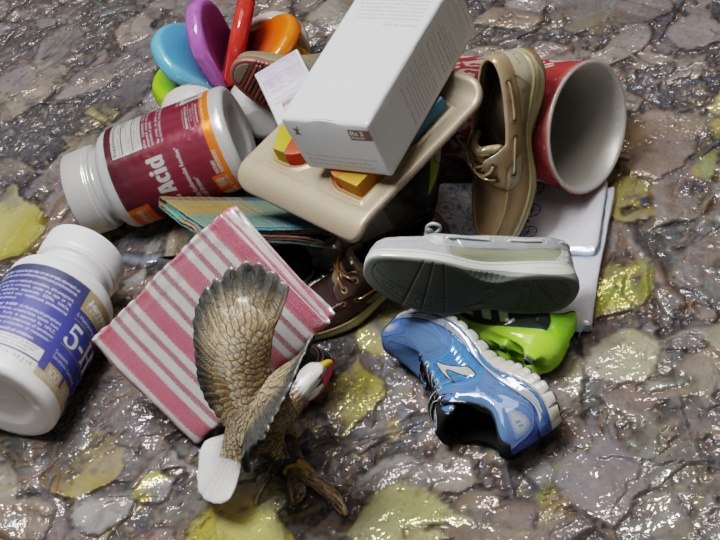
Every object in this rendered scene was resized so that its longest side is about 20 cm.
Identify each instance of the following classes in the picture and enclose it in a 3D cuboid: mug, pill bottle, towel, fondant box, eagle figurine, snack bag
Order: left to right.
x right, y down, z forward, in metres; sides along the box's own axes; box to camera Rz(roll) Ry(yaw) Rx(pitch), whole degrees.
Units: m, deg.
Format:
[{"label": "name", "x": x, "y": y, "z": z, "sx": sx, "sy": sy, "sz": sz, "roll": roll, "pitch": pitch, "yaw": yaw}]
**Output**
[{"label": "pill bottle", "x": -0.320, "y": 0.055, "z": 1.567, "sx": 0.119, "sy": 0.120, "sz": 0.201, "roll": 6, "pitch": 50, "yaw": 23}, {"label": "pill bottle", "x": -0.221, "y": -0.116, "z": 1.696, "sx": 0.199, "sy": 0.114, "sz": 0.115, "roll": -20, "pitch": 43, "yaw": 11}, {"label": "towel", "x": -0.139, "y": 0.054, "z": 1.454, "sx": 0.200, "sy": 0.146, "sz": 0.030, "roll": -42, "pitch": 5, "yaw": 18}, {"label": "towel", "x": -0.119, "y": -0.052, "z": 1.582, "sx": 0.145, "sy": 0.022, "sz": 0.200, "roll": 1, "pitch": 11, "yaw": -20}, {"label": "eagle figurine", "x": -0.085, "y": 0.111, "z": 1.376, "sx": 0.151, "sy": 0.201, "sz": 0.152, "roll": 5, "pitch": 49, "yaw": 22}, {"label": "fondant box", "x": -0.034, "y": -0.117, "z": 1.615, "sx": 0.058, "sy": 0.145, "sz": 0.201, "roll": -30, "pitch": 44, "yaw": 3}, {"label": "snack bag", "x": 0.152, "y": -0.018, "z": 1.552, "sx": 0.187, "sy": 0.021, "sz": 0.201, "roll": 1, "pitch": 48, "yaw": 18}, {"label": "mug", "x": 0.170, "y": -0.154, "z": 1.618, "sx": 0.199, "sy": 0.177, "sz": 0.134, "roll": 14, "pitch": 85, "yaw": 42}]

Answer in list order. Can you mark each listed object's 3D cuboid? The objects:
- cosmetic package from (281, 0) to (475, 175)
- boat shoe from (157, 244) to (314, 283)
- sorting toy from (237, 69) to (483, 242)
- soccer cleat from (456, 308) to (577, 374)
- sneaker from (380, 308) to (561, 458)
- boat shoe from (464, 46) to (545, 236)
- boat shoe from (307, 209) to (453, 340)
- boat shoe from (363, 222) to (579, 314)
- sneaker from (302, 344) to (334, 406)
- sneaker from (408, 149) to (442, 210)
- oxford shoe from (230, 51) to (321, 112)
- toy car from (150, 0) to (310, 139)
[{"label": "cosmetic package", "x": 0.020, "y": -0.186, "z": 1.448, "sx": 0.101, "sy": 0.074, "sz": 0.201, "roll": 9, "pitch": 56, "yaw": 34}, {"label": "boat shoe", "x": -0.121, "y": -0.002, "z": 1.542, "sx": 0.073, "sy": 0.064, "sz": 0.201, "roll": 10, "pitch": 17, "yaw": 42}, {"label": "sorting toy", "x": -0.005, "y": -0.134, "z": 1.483, "sx": 0.185, "sy": 0.037, "sz": 0.200, "roll": 26, "pitch": 70, "yaw": 42}, {"label": "soccer cleat", "x": 0.112, "y": 0.029, "z": 1.472, "sx": 0.199, "sy": 0.068, "sz": 0.081, "roll": 29, "pitch": 64, "yaw": 17}, {"label": "sneaker", "x": 0.085, "y": 0.104, "z": 1.416, "sx": 0.089, "sy": 0.079, "sz": 0.199, "roll": -39, "pitch": 48, "yaw": -23}, {"label": "boat shoe", "x": 0.129, "y": -0.117, "z": 1.502, "sx": 0.064, "sy": 0.202, "sz": 0.071, "roll": -14, "pitch": 27, "yaw": -40}, {"label": "boat shoe", "x": 0.000, "y": 0.000, "z": 1.536, "sx": 0.199, "sy": 0.072, "sz": 0.072, "roll": -25, "pitch": 46, "yaw": 8}, {"label": "boat shoe", "x": 0.101, "y": -0.005, "z": 1.416, "sx": 0.200, "sy": 0.075, "sz": 0.065, "roll": 3, "pitch": 49, "yaw": -8}, {"label": "sneaker", "x": -0.120, "y": 0.085, "z": 1.504, "sx": 0.198, "sy": 0.075, "sz": 0.081, "roll": 7, "pitch": 50, "yaw": 23}, {"label": "sneaker", "x": 0.030, "y": -0.134, "z": 1.573, "sx": 0.080, "sy": 0.074, "sz": 0.201, "roll": -10, "pitch": 48, "yaw": -12}, {"label": "oxford shoe", "x": -0.052, "y": -0.212, "z": 1.721, "sx": 0.199, "sy": 0.071, "sz": 0.075, "roll": 15, "pitch": 50, "yaw": -22}, {"label": "toy car", "x": -0.154, "y": -0.246, "z": 1.781, "sx": 0.198, "sy": 0.151, "sz": 0.176, "roll": -7, "pitch": 46, "yaw": 12}]
